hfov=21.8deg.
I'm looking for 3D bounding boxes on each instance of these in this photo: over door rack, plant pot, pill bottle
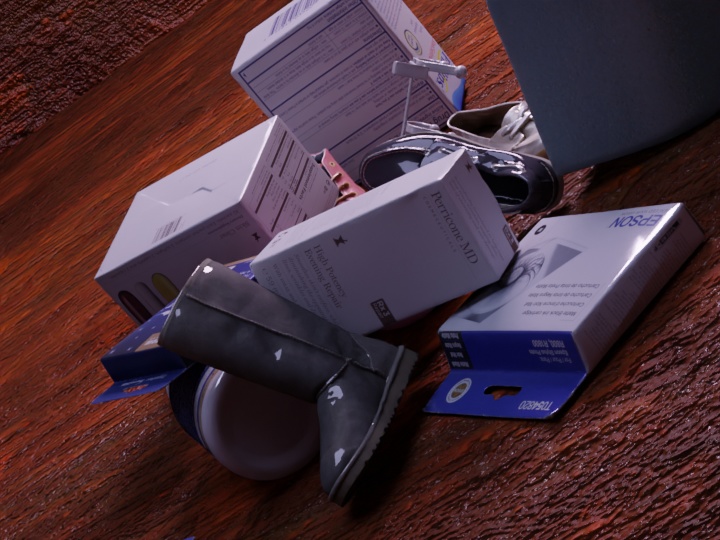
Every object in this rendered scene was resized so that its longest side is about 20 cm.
[{"bbox_3d":[0.061,-0.132,1.839,0.200,0.066,0.148,-48,-32,-79],"label":"over door rack"},{"bbox_3d":[0.253,-0.228,1.635,0.200,0.197,0.196,-9,31,29],"label":"plant pot"},{"bbox_3d":[-0.107,0.111,1.663,0.116,0.116,0.200,-43,18,-10],"label":"pill bottle"}]

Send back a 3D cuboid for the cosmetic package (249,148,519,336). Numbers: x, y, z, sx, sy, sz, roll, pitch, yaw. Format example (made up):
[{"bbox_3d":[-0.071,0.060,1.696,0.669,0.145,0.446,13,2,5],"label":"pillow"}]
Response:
[{"bbox_3d":[0.020,-0.012,1.558,0.200,0.102,0.074,-25,15,30],"label":"cosmetic package"}]

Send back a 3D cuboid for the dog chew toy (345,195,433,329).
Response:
[{"bbox_3d":[0.000,0.000,1.717,0.125,0.125,0.200,-49,12,-25],"label":"dog chew toy"}]

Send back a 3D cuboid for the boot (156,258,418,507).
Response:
[{"bbox_3d":[-0.068,0.085,1.501,0.073,0.200,0.182,-63,2,40],"label":"boot"}]

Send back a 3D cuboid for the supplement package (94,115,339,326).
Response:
[{"bbox_3d":[-0.144,-0.036,1.893,0.200,0.111,0.156,-27,27,31],"label":"supplement package"}]

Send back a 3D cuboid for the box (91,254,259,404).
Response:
[{"bbox_3d":[-0.150,0.048,1.665,0.121,0.032,0.200,-14,22,50],"label":"box"}]

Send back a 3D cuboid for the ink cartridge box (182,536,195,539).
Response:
[{"bbox_3d":[-0.259,0.309,1.621,0.197,0.047,0.200,-24,27,44],"label":"ink cartridge box"}]

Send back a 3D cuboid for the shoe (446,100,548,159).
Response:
[{"bbox_3d":[0.142,-0.132,1.836,0.070,0.053,0.200,-44,18,-14],"label":"shoe"}]

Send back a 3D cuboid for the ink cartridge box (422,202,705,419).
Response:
[{"bbox_3d":[0.146,0.031,1.463,0.200,0.041,0.200,-48,19,-22],"label":"ink cartridge box"}]

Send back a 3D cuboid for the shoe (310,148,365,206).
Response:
[{"bbox_3d":[-0.026,-0.068,1.965,0.071,0.091,0.200,-41,18,-2],"label":"shoe"}]

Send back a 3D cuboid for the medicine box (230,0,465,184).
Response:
[{"bbox_3d":[-0.011,-0.219,2.116,0.182,0.200,0.103,-32,21,23],"label":"medicine box"}]

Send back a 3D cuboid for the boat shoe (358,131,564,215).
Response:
[{"bbox_3d":[0.081,-0.085,1.690,0.200,0.073,0.063,8,12,26],"label":"boat shoe"}]
